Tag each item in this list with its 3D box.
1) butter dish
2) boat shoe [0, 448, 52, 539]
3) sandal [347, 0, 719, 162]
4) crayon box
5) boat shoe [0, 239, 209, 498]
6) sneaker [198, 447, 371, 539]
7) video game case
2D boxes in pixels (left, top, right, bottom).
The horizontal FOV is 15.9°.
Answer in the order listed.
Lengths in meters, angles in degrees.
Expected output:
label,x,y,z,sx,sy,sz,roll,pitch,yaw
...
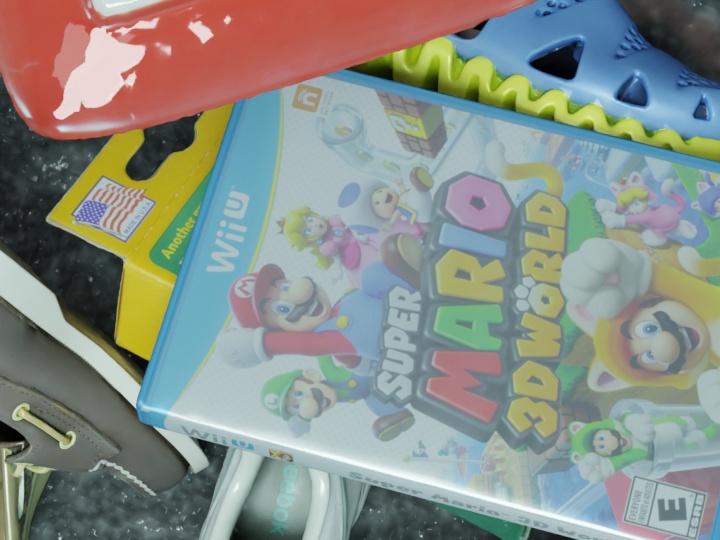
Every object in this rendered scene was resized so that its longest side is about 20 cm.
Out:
label,x,y,z,sx,sy,sz,roll,pitch,yaw
butter dish,-0.044,-0.153,0.903,0.198,0.148,0.201,-17,84,-2
boat shoe,-0.162,0.114,0.993,0.073,0.063,0.202,9,89,11
sandal,0.063,-0.093,0.957,0.199,0.079,0.088,22,87,10
crayon box,0.000,0.000,0.942,0.199,0.052,0.126,26,51,10
boat shoe,-0.121,0.037,0.927,0.060,0.200,0.072,-46,55,-4
sneaker,-0.040,0.135,0.962,0.070,0.080,0.202,6,90,9
video game case,0.039,0.010,0.881,0.198,0.018,0.144,14,67,6
